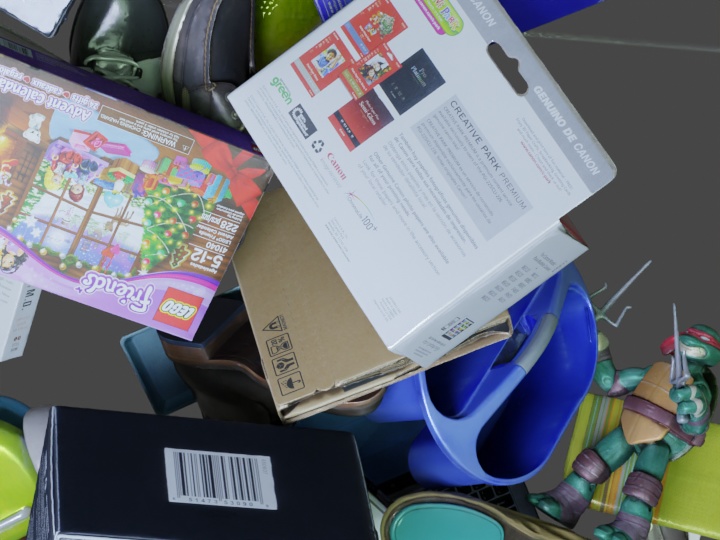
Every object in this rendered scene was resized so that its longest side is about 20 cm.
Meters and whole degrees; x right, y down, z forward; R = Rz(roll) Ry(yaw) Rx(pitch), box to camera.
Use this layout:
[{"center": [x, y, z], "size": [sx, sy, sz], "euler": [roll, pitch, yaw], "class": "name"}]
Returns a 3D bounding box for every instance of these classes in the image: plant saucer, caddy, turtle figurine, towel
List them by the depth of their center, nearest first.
[{"center": [0.088, 0.059, 1.418], "size": [0.105, 0.200, 0.142], "euler": [-17, 119, 45], "class": "caddy"}, {"center": [0.205, 0.098, 1.465], "size": [0.100, 0.149, 0.201], "euler": [32, 81, -28], "class": "turtle figurine"}, {"center": [-0.069, 0.036, 1.483], "size": [0.199, 0.019, 0.070], "euler": [-24, 112, 2], "class": "plant saucer"}, {"center": [0.249, 0.153, 1.512], "size": [0.199, 0.018, 0.087], "euler": [14, 69, 7], "class": "towel"}]

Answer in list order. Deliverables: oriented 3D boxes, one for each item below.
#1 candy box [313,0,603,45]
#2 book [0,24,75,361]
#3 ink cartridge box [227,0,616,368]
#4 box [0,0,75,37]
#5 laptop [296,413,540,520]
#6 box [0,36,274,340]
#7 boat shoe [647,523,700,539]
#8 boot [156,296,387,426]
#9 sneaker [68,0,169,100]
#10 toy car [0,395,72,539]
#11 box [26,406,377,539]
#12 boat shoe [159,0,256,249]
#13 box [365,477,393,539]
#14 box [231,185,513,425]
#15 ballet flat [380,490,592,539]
[{"center": [0.056, -0.231, 1.363], "size": [0.199, 0.077, 0.170], "euler": [-20, 112, 3], "class": "candy box"}, {"center": [-0.256, -0.058, 1.371], "size": [0.133, 0.048, 0.201], "euler": [28, 111, 21], "class": "book"}, {"center": [0.047, -0.074, 1.281], "size": [0.175, 0.084, 0.201], "euler": [-36, 71, 9], "class": "ink cartridge box"}, {"center": [-0.224, -0.288, 1.280], "size": [0.199, 0.124, 0.197], "euler": [30, 106, -17], "class": "box"}, {"center": [0.023, 0.165, 1.494], "size": [0.186, 0.201, 0.116], "euler": [-23, 150, 3], "class": "laptop"}, {"center": [-0.170, -0.050, 1.316], "size": [0.199, 0.039, 0.137], "euler": [20, 109, -22], "class": "box"}, {"center": [0.229, 0.230, 1.567], "size": [0.059, 0.072, 0.201], "euler": [-10, 107, -7], "class": "boat shoe"}, {"center": [-0.050, 0.085, 1.414], "size": [0.075, 0.199, 0.097], "euler": [-39, 129, -32], "class": "boot"}, {"center": [-0.167, -0.095, 1.383], "size": [0.074, 0.089, 0.201], "euler": [7, 109, -8], "class": "sneaker"}, {"center": [-0.237, 0.172, 1.444], "size": [0.174, 0.150, 0.201], "euler": [-26, 116, 7], "class": "toy car"}, {"center": [-0.111, 0.204, 1.301], "size": [0.198, 0.124, 0.198], "euler": [7, 125, -14], "class": "box"}, {"center": [-0.089, -0.103, 1.385], "size": [0.073, 0.074, 0.201], "euler": [25, 122, 28], "class": "boat shoe"}, {"center": [0.012, 0.233, 1.459], "size": [0.200, 0.060, 0.117], "euler": [41, 91, 3], "class": "box"}, {"center": [0.000, 0.000, 1.382], "size": [0.162, 0.201, 0.021], "euler": [-21, 133, 1], "class": "box"}, {"center": [0.088, 0.192, 1.427], "size": [0.199, 0.063, 0.069], "euler": [23, 99, -27], "class": "ballet flat"}]
